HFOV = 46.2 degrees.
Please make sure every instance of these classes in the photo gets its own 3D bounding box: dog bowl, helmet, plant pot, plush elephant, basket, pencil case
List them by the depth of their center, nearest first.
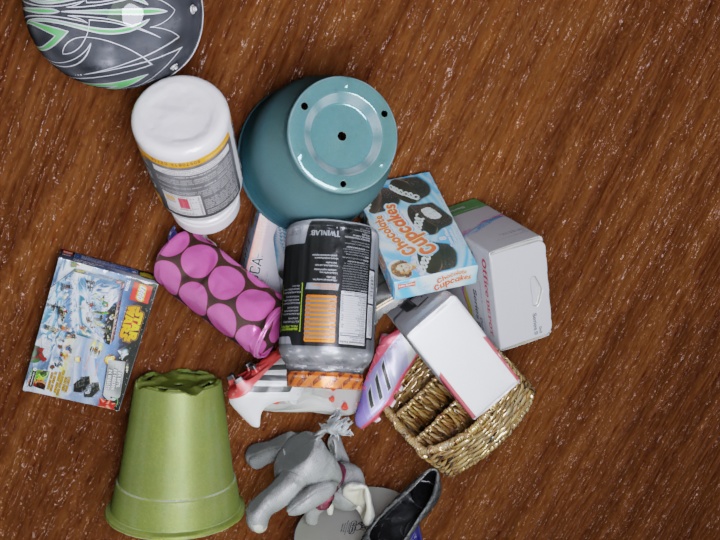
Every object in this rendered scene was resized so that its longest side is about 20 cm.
[{"bbox_3d":[-0.280,-0.300,0.961,0.196,0.191,0.203,-5,112,-12],"label":"helmet"},{"bbox_3d":[-0.045,-0.152,1.047,0.197,0.188,0.204,0,88,-15],"label":"plant pot"},{"bbox_3d":[-0.180,0.026,1.117,0.199,0.091,0.094,36,66,15],"label":"pencil case"},{"bbox_3d":[-0.258,0.246,1.190,0.196,0.200,0.194,1,99,-15],"label":"plant pot"},{"bbox_3d":[-0.061,0.316,1.265,0.199,0.165,0.156,-35,118,4],"label":"plush elephant"},{"bbox_3d":[0.145,0.193,1.284,0.200,0.143,0.149,-43,115,4],"label":"basket"},{"bbox_3d":[-0.002,0.425,1.302,0.197,0.200,0.080,-15,111,-8],"label":"dog bowl"}]

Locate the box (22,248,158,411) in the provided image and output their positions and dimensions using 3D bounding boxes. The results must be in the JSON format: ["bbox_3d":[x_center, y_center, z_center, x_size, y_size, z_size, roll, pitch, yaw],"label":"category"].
[{"bbox_3d":[-0.372,0.085,1.166,0.135,0.040,0.203,17,105,-18],"label":"box"}]

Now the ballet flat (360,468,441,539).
[{"bbox_3d":[0.053,0.361,1.224,0.200,0.066,0.057,-43,148,-41],"label":"ballet flat"}]

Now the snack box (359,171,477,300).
[{"bbox_3d":[0.071,-0.051,1.144,0.114,0.201,0.037,-12,136,-10],"label":"snack box"}]

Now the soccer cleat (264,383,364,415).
[{"bbox_3d":[-0.079,0.184,1.272,0.197,0.077,0.071,8,73,-34],"label":"soccer cleat"}]

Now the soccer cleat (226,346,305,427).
[{"bbox_3d":[-0.093,0.138,1.178,0.199,0.068,0.086,-34,108,-19],"label":"soccer cleat"}]

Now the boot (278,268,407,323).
[{"bbox_3d":[0.000,0.000,1.155,0.199,0.077,0.139,-40,93,-23],"label":"boot"}]

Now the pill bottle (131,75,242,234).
[{"bbox_3d":[-0.205,-0.134,1.038,0.115,0.118,0.201,-15,154,-9],"label":"pill bottle"}]

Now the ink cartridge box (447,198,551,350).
[{"bbox_3d":[0.180,0.001,1.186,0.086,0.200,0.148,-17,114,-15],"label":"ink cartridge box"}]

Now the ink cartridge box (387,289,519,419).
[{"bbox_3d":[0.119,0.100,1.153,0.083,0.200,0.147,-39,98,-1],"label":"ink cartridge box"}]

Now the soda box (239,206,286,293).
[{"bbox_3d":[-0.134,-0.002,1.183,0.067,0.064,0.203,10,108,-18],"label":"soda box"}]

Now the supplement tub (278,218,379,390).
[{"bbox_3d":[-0.040,0.045,1.053,0.120,0.122,0.204,6,82,-16],"label":"supplement tub"}]

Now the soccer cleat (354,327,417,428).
[{"bbox_3d":[0.041,0.142,1.270,0.076,0.067,0.201,36,83,-3],"label":"soccer cleat"}]
